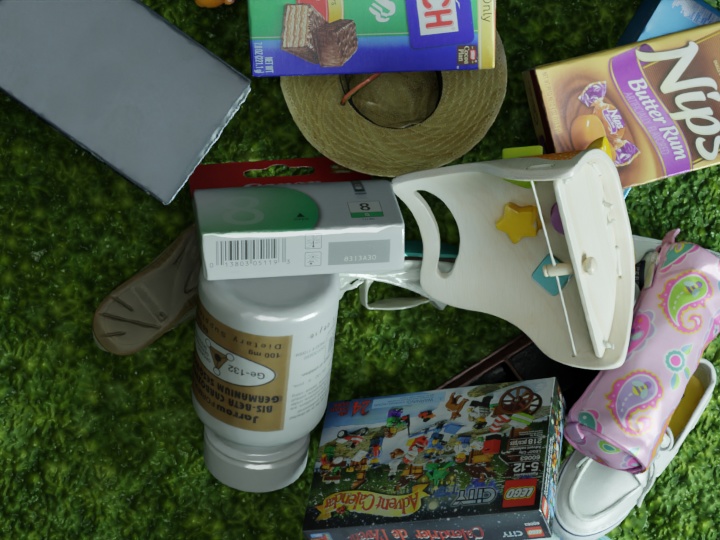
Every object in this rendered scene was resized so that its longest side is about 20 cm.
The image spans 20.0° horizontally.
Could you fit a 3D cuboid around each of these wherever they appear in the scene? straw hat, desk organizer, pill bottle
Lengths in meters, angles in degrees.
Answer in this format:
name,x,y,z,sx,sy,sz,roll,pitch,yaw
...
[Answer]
name,x,y,z,sx,sy,sz,roll,pitch,yaw
straw hat,0.027,-0.155,1.731,0.201,0.085,0.201,0,69,1
desk organizer,0.115,0.119,1.762,0.200,0.077,0.072,-32,97,-5
pill bottle,-0.081,0.080,1.678,0.114,0.114,0.200,1,128,-8

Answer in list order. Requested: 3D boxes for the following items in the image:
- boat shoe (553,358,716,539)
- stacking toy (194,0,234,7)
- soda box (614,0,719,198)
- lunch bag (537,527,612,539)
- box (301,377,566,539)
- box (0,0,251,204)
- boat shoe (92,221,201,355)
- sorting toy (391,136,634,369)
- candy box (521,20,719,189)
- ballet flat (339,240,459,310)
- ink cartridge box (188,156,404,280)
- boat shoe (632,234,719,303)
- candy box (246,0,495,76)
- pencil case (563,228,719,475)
name,x,y,z,sx,sy,sz,roll,pitch,yaw
boat shoe,0.239,0.147,1.745,0.075,0.086,0.202,44,68,9
stacking toy,-0.069,-0.296,1.712,0.116,0.110,0.200,43,98,7
soda box,0.235,-0.148,1.769,0.064,0.068,0.200,32,88,-9
lunch bag,0.159,0.315,1.764,0.160,0.077,0.200,35,76,-10
box,0.061,0.158,1.648,0.200,0.137,0.038,-8,133,20
box,-0.204,-0.158,1.644,0.200,0.197,0.124,35,88,-7
boat shoe,-0.140,0.005,1.737,0.201,0.063,0.073,-38,93,-12
sorting toy,0.119,-0.029,1.654,0.180,0.107,0.200,0,129,23
candy box,0.246,-0.136,1.709,0.200,0.056,0.117,-15,95,-8
ballet flat,0.000,0.000,1.730,0.200,0.069,0.070,9,92,-28
ink cartridge box,-0.057,-0.062,1.667,0.161,0.200,0.050,-4,122,-8
boat shoe,0.237,-0.001,1.778,0.200,0.065,0.074,0,93,-8
candy box,0.009,-0.244,1.634,0.200,0.077,0.169,-2,110,1
pencil case,0.242,0.068,1.690,0.087,0.087,0.200,32,75,-8
